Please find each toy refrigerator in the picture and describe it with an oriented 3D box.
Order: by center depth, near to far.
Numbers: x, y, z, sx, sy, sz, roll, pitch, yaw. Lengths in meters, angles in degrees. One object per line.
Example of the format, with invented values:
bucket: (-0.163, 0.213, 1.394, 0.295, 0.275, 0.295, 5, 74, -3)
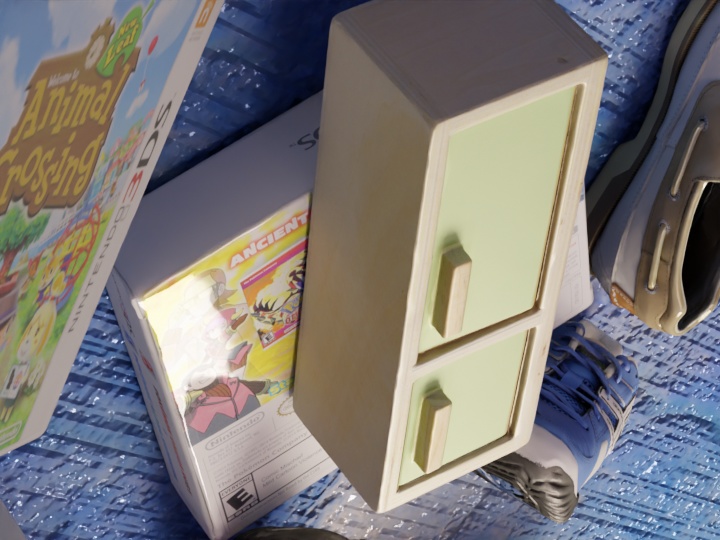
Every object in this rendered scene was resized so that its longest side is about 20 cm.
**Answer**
toy refrigerator: (0.030, -0.007, 0.881, 0.076, 0.070, 0.201, -22, 142, -27)

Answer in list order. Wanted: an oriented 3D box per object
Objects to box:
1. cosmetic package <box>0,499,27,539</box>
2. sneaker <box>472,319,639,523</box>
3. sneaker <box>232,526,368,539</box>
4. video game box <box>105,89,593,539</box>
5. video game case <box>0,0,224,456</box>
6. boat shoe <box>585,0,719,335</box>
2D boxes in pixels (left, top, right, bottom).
cosmetic package: (-0.217, 0.129, 0.839, 0.199, 0.102, 0.072, -19, 143, -29)
sneaker: (0.079, 0.059, 1.062, 0.077, 0.075, 0.200, -57, 177, 5)
sneaker: (-0.022, 0.141, 1.056, 0.095, 0.079, 0.200, -34, 175, -25)
video game box: (0.000, 0.000, 0.962, 0.199, 0.047, 0.183, -32, 149, -15)
video game case: (-0.108, -0.013, 0.737, 0.183, 0.022, 0.200, -66, 169, 13)
boat shoe: (0.163, -0.062, 1.035, 0.074, 0.068, 0.201, -8, 136, -41)
